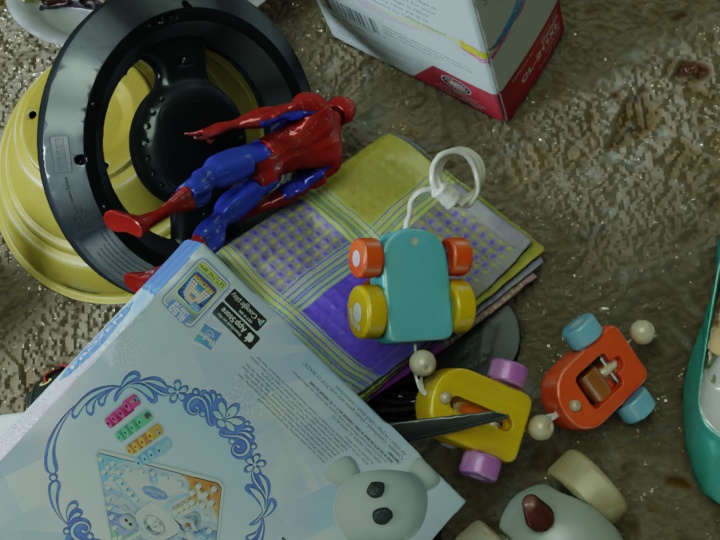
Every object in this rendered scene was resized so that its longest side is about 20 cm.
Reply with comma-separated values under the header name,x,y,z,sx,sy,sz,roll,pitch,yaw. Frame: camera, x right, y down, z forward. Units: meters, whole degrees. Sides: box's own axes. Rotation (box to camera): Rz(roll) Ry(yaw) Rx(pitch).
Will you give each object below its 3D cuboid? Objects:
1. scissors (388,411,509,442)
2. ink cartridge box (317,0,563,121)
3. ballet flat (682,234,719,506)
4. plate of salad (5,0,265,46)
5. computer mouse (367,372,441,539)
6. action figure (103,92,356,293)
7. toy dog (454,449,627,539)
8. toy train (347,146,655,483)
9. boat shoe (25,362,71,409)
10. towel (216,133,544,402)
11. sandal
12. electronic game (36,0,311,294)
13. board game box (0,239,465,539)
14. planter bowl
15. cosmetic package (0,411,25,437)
name,x,y,z,sx,sy,sz,roll,pitch,yaw
scissors,-0.021,0.101,0.790,0.199,0.014,0.073,5,96,-2
ink cartridge box,0.039,-0.193,0.886,0.146,0.200,0.083,31,80,20
ballet flat,0.226,0.039,0.836,0.067,0.070,0.201,7,73,14
plate of salad,-0.145,-0.214,0.980,0.199,0.048,0.200,-5,43,5
computer mouse,-0.016,0.155,0.851,0.140,0.046,0.201,0,78,12
action figure,-0.069,-0.059,0.871,0.052,0.066,0.200,9,34,44
toy dog,0.142,0.181,0.791,0.200,0.096,0.132,26,79,19
toy train,0.074,0.035,0.838,0.150,0.056,0.200,-45,102,-23
boat shoe,-0.152,0.078,0.772,0.063,0.074,0.202,32,81,8
towel,0.000,0.000,0.886,0.200,0.023,0.144,-35,65,-26
sandal,0.000,0.032,0.900,0.199,0.045,0.075,2,72,13
electronic game,-0.108,-0.079,0.896,0.042,0.200,0.200,5,69,51
board game box,-0.082,0.124,0.730,0.200,0.043,0.199,46,79,-17
planter bowl,-0.167,-0.085,0.957,0.200,0.083,0.201,-4,70,11
cosmetic package,-0.201,0.196,0.844,0.199,0.123,0.201,-7,68,7
